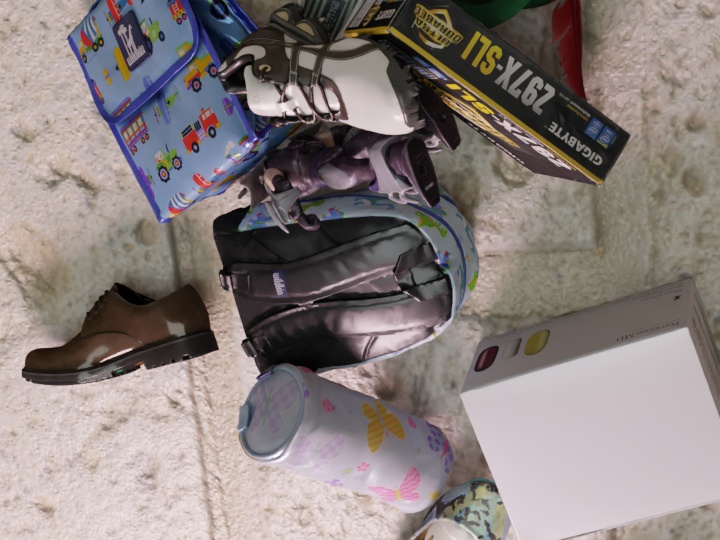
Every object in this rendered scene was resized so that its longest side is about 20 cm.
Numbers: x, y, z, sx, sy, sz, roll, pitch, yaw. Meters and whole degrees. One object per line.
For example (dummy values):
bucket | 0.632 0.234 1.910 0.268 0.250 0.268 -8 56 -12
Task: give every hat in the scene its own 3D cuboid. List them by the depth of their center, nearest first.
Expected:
hat | 0.162 -0.241 1.174 0.174 0.167 0.200 12 132 -36

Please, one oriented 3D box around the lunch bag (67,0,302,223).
lunch bag | -0.153 -0.169 1.249 0.150 0.094 0.201 -35 87 43

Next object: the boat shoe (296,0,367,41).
boat shoe | -0.007 -0.245 1.199 0.073 0.067 0.202 18 114 6

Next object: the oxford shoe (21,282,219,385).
oxford shoe | -0.226 0.057 1.378 0.197 0.073 0.086 -16 90 17

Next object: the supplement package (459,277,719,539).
supplement package | 0.207 0.121 1.262 0.198 0.111 0.157 -18 105 19

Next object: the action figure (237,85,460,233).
action figure | -0.016 -0.083 1.195 0.198 0.131 0.070 -8 126 45

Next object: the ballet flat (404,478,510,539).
ballet flat | 0.070 0.256 1.332 0.074 0.075 0.201 32 139 0

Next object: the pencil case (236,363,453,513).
pencil case | -0.012 0.148 1.290 0.199 0.084 0.090 24 135 -39

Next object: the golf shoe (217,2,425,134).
golf shoe | -0.031 -0.131 1.112 0.199 0.094 0.078 29 146 50

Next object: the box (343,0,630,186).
box | 0.092 -0.142 1.142 0.199 0.160 0.050 34 88 -14

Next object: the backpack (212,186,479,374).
backpack | 0.000 0.000 1.262 0.198 0.153 0.165 -11 105 40
